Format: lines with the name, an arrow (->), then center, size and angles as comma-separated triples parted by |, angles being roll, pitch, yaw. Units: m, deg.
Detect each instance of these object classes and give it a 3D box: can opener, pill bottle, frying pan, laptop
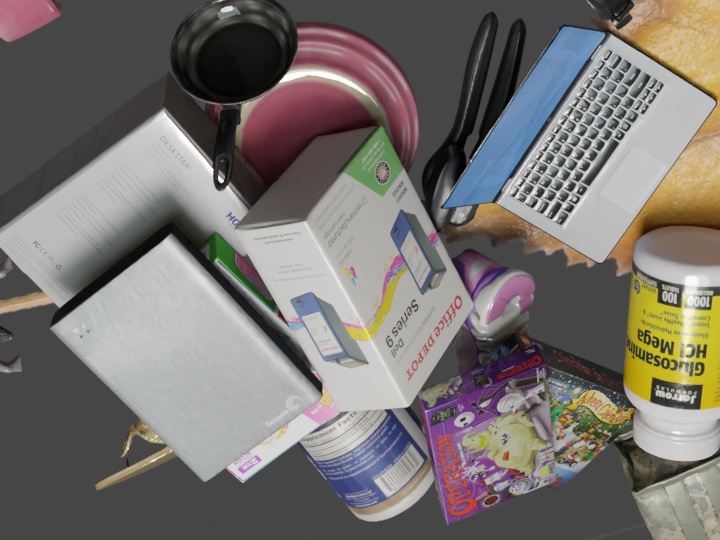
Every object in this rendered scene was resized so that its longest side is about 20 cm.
can opener -> 0.106, -0.131, 1.388 | 0.063, 0.079, 0.202 | 15, 106, -17
pill bottle -> 0.305, 0.070, 1.454 | 0.111, 0.113, 0.203 | 0, 112, 0
frying pan -> -0.095, -0.158, 1.318 | 0.114, 0.192, 0.031 | -22, 153, -2
pill bottle -> -0.016, 0.139, 1.508 | 0.110, 0.111, 0.201 | -29, 115, 16
laptop -> 0.195, -0.103, 1.360 | 0.198, 0.116, 0.188 | 29, 111, -15

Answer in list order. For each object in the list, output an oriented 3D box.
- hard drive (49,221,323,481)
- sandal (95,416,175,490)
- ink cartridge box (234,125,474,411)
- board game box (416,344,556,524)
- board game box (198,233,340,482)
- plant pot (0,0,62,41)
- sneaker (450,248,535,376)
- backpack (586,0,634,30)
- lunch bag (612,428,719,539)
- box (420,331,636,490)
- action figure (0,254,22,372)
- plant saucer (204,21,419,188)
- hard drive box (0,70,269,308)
hard drive -> -0.145, 0.073, 1.318 | 0.139, 0.033, 0.200 | -35, 112, 17
sandal -> -0.184, 0.147, 1.551 | 0.210, 0.078, 0.070 | -25, 83, 16
ink cartridge box -> 0.000, 0.000, 1.341 | 0.087, 0.146, 0.201 | -5, 123, 39
board game box -> 0.121, 0.156, 1.440 | 0.119, 0.033, 0.201 | -18, 141, -3
board game box -> -0.116, 0.083, 1.380 | 0.152, 0.041, 0.200 | -36, 120, 17
plant pot -> -0.251, -0.309, 1.226 | 0.177, 0.200, 0.202 | -28, 117, -2
sneaker -> 0.114, 0.054, 1.486 | 0.080, 0.088, 0.202 | -34, 145, -26
backpack -> 0.167, -0.327, 1.225 | 0.188, 0.155, 0.202 | 19, 112, -19
lunch bag -> 0.378, 0.219, 1.549 | 0.198, 0.118, 0.165 | -24, 117, 7
box -> 0.171, 0.140, 1.500 | 0.199, 0.038, 0.137 | 21, 122, -42
action figure -> -0.422, 0.026, 1.456 | 0.191, 0.105, 0.202 | -4, 122, -9
plant saucer -> -0.045, -0.122, 1.398 | 0.197, 0.051, 0.203 | 0, 118, 0
hard drive box -> -0.197, -0.048, 1.359 | 0.199, 0.077, 0.156 | -32, 118, 16
